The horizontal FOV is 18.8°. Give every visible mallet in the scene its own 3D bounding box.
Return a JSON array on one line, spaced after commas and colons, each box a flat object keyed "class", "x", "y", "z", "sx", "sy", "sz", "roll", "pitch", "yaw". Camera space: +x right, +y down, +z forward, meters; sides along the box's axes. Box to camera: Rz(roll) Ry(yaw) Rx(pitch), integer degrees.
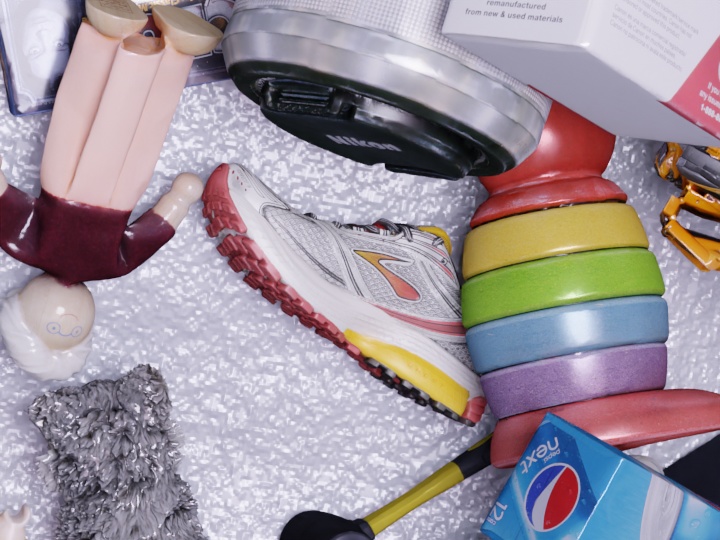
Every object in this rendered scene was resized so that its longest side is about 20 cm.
[{"class": "mallet", "x": 0.050, "y": 0.115, "z": 1.183, "sx": 0.199, "sy": 0.066, "sz": 0.041, "roll": -29, "pitch": 106, "yaw": -9}]

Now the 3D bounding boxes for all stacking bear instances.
[{"class": "stacking bear", "x": 0.103, "y": -0.006, "z": 1.119, "sx": 0.113, "sy": 0.121, "sz": 0.201, "roll": -4, "pitch": 81, "yaw": -35}]

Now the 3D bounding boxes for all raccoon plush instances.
[{"class": "raccoon plush", "x": -0.097, "y": 0.136, "z": 1.088, "sx": 0.096, "sy": 0.200, "sz": 0.135, "roll": -22, "pitch": 125, "yaw": -27}]

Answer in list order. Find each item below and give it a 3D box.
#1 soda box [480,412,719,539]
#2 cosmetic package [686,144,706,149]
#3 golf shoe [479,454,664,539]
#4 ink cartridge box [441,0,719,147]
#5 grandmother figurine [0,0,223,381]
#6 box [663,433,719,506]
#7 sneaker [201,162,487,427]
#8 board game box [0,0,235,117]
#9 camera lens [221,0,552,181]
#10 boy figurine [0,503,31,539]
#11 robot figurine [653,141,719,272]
[{"class": "soda box", "x": 0.156, "y": 0.143, "z": 1.061, "sx": 0.200, "sy": 0.064, "sz": 0.068, "roll": 30, "pitch": 90, "yaw": -36}, {"class": "cosmetic package", "x": 0.224, "y": -0.157, "z": 1.134, "sx": 0.166, "sy": 0.167, "sz": 0.201, "roll": 25, "pitch": 92, "yaw": -17}, {"class": "golf shoe", "x": 0.091, "y": 0.167, "z": 1.182, "sx": 0.200, "sy": 0.097, "sz": 0.078, "roll": -41, "pitch": 78, "yaw": 32}, {"class": "ink cartridge box", "x": 0.132, "y": -0.172, "z": 0.971, "sx": 0.147, "sy": 0.083, "sz": 0.201, "roll": 24, "pitch": 80, "yaw": -48}, {"class": "grandmother figurine", "x": -0.139, "y": -0.037, "z": 1.094, "sx": 0.121, "sy": 0.061, "sz": 0.201, "roll": 13, "pitch": 110, "yaw": -14}, {"class": "box", "x": 0.266, "y": 0.180, "z": 1.220, "sx": 0.198, "sy": 0.123, "sz": 0.201, "roll": -31, "pitch": 103, "yaw": -9}, {"class": "sneaker", "x": 0.000, "y": 0.000, "z": 1.155, "sx": 0.200, "sy": 0.078, "sz": 0.082, "roll": 35, "pitch": 82, "yaw": -25}, {"class": "board game box", "x": -0.093, "y": -0.163, "z": 1.119, "sx": 0.199, "sy": 0.035, "sz": 0.136, "roll": -12, "pitch": 102, "yaw": -13}, {"class": "camera lens", "x": 0.032, "y": -0.154, "z": 1.047, "sx": 0.159, "sy": 0.160, "sz": 0.201, "roll": 20, "pitch": 83, "yaw": -17}, {"class": "boy figurine", "x": -0.231, "y": 0.153, "z": 1.118, "sx": 0.124, "sy": 0.064, "sz": 0.201, "roll": 0, "pitch": 95, "yaw": -17}, {"class": "robot figurine", "x": 0.231, "y": 0.001, "z": 1.113, "sx": 0.199, "sy": 0.145, "sz": 0.058, "roll": 33, "pitch": 92, "yaw": 6}]
